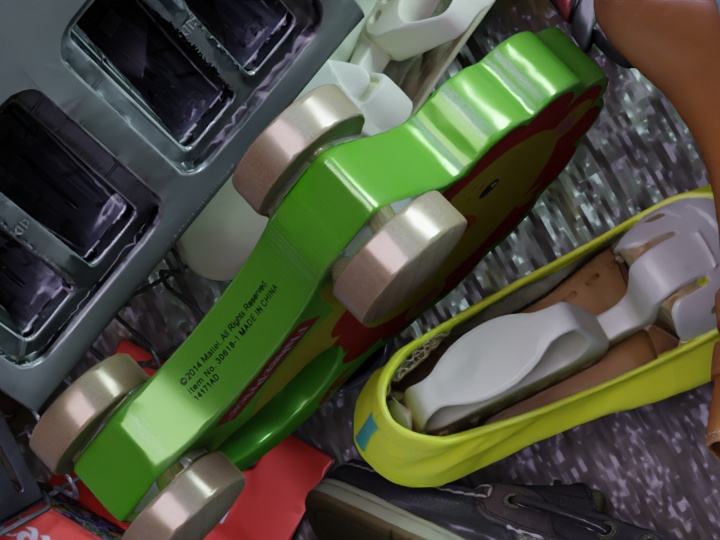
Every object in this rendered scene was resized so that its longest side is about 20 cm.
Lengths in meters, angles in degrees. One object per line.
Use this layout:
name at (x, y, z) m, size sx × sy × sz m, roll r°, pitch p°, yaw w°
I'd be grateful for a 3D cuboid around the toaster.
toaster at (-0.113, -0.076, 0.850) m, size 0.119 × 0.200 × 0.181 m, roll 37°, pitch 86°, yaw 31°

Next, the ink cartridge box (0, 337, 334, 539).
ink cartridge box at (-0.104, 0.136, 1.042) m, size 0.109 × 0.050 × 0.201 m, roll 28°, pitch 92°, yaw 18°

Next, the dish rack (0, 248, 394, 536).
dish rack at (-0.102, 0.010, 0.999) m, size 0.199 × 0.055 × 0.154 m, roll -30°, pitch 107°, yaw -16°

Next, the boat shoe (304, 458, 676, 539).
boat shoe at (0.074, 0.111, 0.992) m, size 0.200 × 0.072 × 0.066 m, roll 21°, pitch 59°, yaw 30°

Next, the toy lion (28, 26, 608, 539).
toy lion at (0.000, 0.000, 0.937) m, size 0.069 × 0.191 × 0.200 m, roll 45°, pitch 115°, yaw 12°

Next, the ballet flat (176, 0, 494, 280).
ballet flat at (0.006, -0.079, 0.971) m, size 0.069 × 0.070 × 0.200 m, roll 29°, pitch 73°, yaw 17°

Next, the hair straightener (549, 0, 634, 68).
hair straightener at (0.073, -0.160, 1.039) m, size 0.077 × 0.041 × 0.200 m, roll -39°, pitch 74°, yaw 8°

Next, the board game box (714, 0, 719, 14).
board game box at (0.218, -0.104, 0.886) m, size 0.199 × 0.043 × 0.200 m, roll -20°, pitch 90°, yaw -2°

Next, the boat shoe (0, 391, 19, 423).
boat shoe at (-0.217, 0.002, 1.082) m, size 0.200 × 0.072 × 0.073 m, roll 36°, pitch 94°, yaw 17°

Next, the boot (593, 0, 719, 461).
boot at (0.142, -0.008, 0.927) m, size 0.199 × 0.074 × 0.155 m, roll 31°, pitch 67°, yaw -13°

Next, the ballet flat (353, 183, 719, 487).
ballet flat at (0.088, 0.018, 0.973) m, size 0.199 × 0.067 × 0.067 m, roll -27°, pitch 72°, yaw -4°
